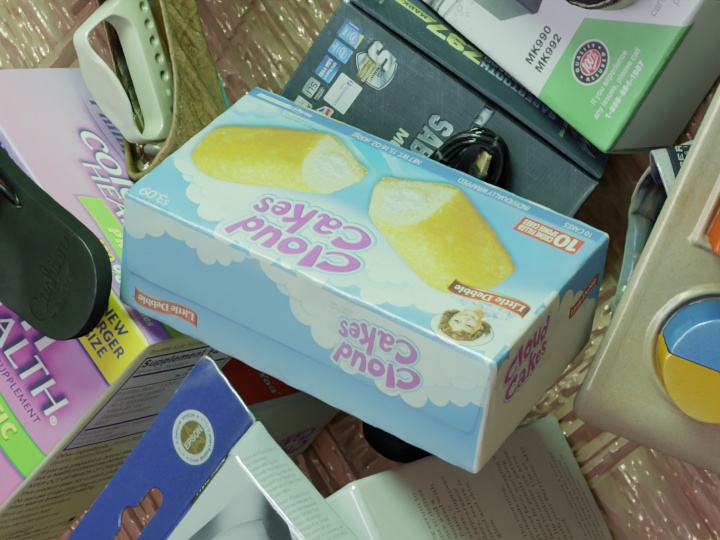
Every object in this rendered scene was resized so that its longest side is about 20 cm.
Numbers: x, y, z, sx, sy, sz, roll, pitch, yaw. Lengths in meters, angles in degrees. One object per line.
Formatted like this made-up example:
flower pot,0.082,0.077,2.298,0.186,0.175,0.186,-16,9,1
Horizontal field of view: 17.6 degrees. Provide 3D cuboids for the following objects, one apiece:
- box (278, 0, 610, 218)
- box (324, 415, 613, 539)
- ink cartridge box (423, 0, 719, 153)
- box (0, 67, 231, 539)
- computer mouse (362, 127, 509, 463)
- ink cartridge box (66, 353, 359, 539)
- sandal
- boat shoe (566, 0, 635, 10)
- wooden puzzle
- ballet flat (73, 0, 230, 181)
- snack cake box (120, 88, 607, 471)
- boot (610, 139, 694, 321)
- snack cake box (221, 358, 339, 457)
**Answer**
box,0.012,-0.033,1.199,0.157,0.051,0.200,35,122,-4
box,0.018,0.165,1.174,0.152,0.199,0.107,-31,80,33
ink cartridge box,0.103,-0.174,1.149,0.200,0.084,0.147,41,115,23
box,-0.183,0.027,1.215,0.200,0.096,0.176,-45,71,28
computer mouse,0.038,0.019,1.170,0.058,0.034,0.201,15,122,7
ink cartridge box,-0.073,0.178,1.092,0.200,0.040,0.200,48,119,20
sandal,-0.196,-0.033,1.124,0.200,0.045,0.076,35,117,35
boat shoe,0.054,-0.196,1.089,0.200,0.063,0.073,46,116,22
wooden puzzle,0.217,0.023,1.067,0.184,0.046,0.201,21,112,-6
ballet flat,-0.119,-0.136,1.181,0.068,0.072,0.202,-3,103,46
snack cake box,0.000,0.000,1.087,0.199,0.115,0.068,24,130,21
boot,0.185,-0.047,1.094,0.095,0.074,0.201,13,108,-13
snack cake box,-0.106,0.017,1.289,0.200,0.115,0.067,51,119,18
